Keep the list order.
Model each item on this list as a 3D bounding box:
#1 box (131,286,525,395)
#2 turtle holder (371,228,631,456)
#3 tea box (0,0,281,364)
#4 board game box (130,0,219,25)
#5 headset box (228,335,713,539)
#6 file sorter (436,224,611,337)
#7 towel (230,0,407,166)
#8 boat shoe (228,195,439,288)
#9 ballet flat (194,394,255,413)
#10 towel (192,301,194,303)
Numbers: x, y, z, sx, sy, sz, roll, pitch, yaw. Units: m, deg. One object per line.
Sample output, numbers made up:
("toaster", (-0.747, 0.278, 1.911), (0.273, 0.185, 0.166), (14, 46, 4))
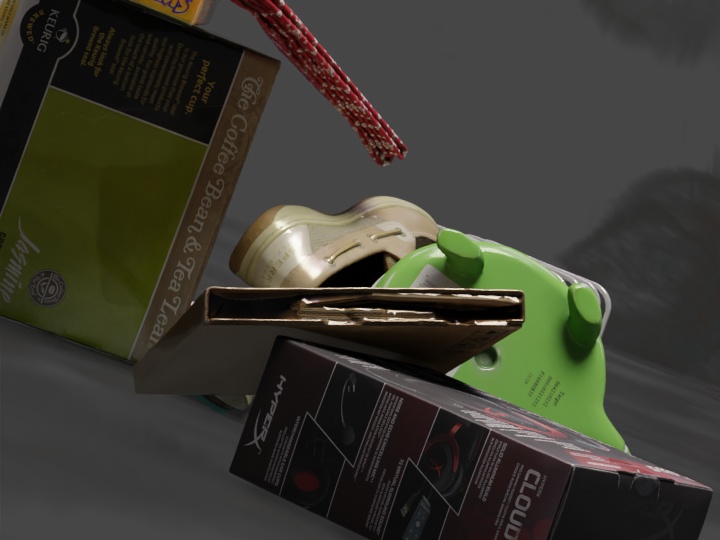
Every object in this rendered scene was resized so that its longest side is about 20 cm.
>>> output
("box", (-0.022, 0.038, 1.369), (0.163, 0.021, 0.200), (0, -12, -15))
("turtle holder", (0.080, 0.063, 1.562), (0.185, 0.142, 0.132), (8, -16, -10))
("tea box", (-0.177, -0.070, 1.597), (0.196, 0.201, 0.134), (21, 4, -12))
("board game box", (-0.131, -0.170, 1.541), (0.095, 0.030, 0.200), (23, 7, -2))
("headset box", (0.062, 0.105, 1.277), (0.199, 0.075, 0.148), (22, 4, 33))
("file sorter", (0.106, 0.045, 2.133), (0.138, 0.125, 0.200), (22, 3, 20))
("towel", (-0.055, -0.149, 1.571), (0.145, 0.022, 0.200), (48, 1, 38))
("boat shoe", (0.000, 0.000, 1.614), (0.065, 0.072, 0.200), (41, 19, 24))
("ballet flat", (-0.068, 0.044, 1.569), (0.067, 0.062, 0.200), (38, 3, -6))
("towel", (-0.126, 0.025, 1.847), (0.146, 0.030, 0.200), (22, 4, 19))
